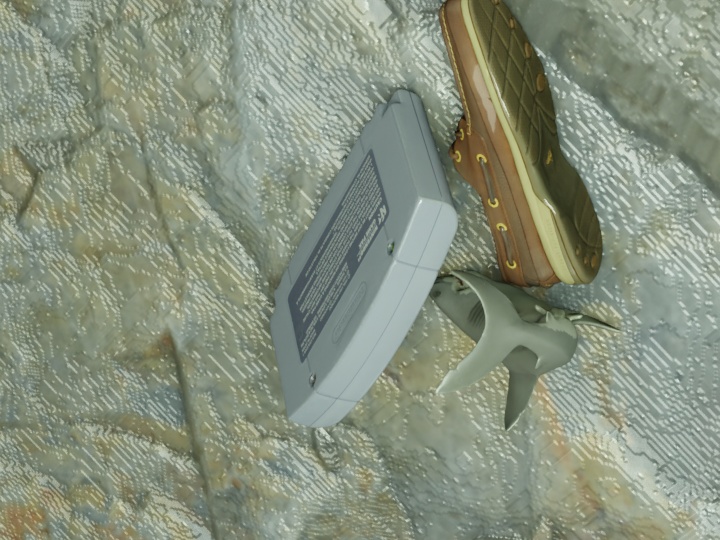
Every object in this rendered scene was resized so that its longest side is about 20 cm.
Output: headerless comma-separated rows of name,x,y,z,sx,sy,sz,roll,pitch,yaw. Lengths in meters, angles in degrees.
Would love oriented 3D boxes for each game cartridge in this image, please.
game cartridge,0.000,0.000,1.306,0.041,0.133,0.200,16,127,-20

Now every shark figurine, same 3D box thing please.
shark figurine,0.096,0.056,1.253,0.128,0.214,0.090,20,94,-2

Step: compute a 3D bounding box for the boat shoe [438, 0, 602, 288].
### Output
boat shoe,0.085,-0.077,1.258,0.067,0.072,0.200,-12,110,28
